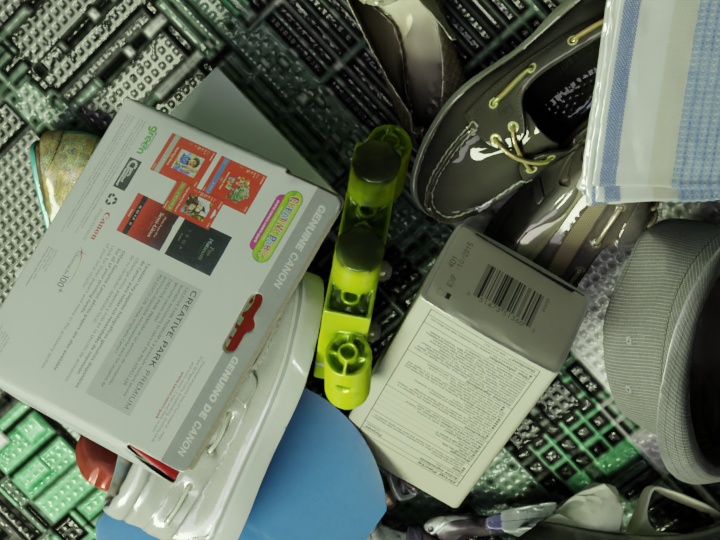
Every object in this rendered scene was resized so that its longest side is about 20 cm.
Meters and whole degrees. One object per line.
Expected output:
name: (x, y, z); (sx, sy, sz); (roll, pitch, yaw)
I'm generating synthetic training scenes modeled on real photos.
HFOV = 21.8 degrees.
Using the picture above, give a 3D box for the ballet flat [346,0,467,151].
ballet flat: (0.026, -0.158, 1.221); (0.067, 0.046, 0.201); (-15, 109, 20)

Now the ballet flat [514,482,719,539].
ballet flat: (0.182, 0.182, 1.289); (0.199, 0.068, 0.069); (6, 82, -24)

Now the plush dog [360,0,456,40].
plush dog: (0.073, -0.251, 1.117); (0.160, 0.201, 0.172); (24, 133, -38)

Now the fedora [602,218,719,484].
fedora: (0.218, 0.036, 1.211); (0.090, 0.177, 0.201); (21, 130, 38)

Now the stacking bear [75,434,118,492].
stacking bear: (-0.115, 0.053, 1.322); (0.121, 0.114, 0.201); (15, 108, -24)

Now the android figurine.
android figurine: (0.000, 0.000, 1.230); (0.041, 0.183, 0.200); (10, 154, 1)

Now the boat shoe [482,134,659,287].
boat shoe: (0.158, -0.053, 1.226); (0.073, 0.075, 0.200); (30, 120, -20)

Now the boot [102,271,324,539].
boot: (-0.098, 0.083, 1.225); (0.095, 0.074, 0.201); (22, 86, -17)

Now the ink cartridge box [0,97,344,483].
ink cartridge box: (-0.115, 0.020, 1.175); (0.175, 0.084, 0.201); (25, 78, 25)

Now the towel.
towel: (0.235, -0.112, 1.153); (0.199, 0.024, 0.148); (-2, 115, -14)

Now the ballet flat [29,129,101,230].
ballet flat: (-0.192, -0.005, 1.343); (0.070, 0.071, 0.201); (2, 114, 14)

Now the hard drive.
hard drive: (-0.124, -0.022, 1.264); (0.200, 0.025, 0.132); (-45, 67, 4)

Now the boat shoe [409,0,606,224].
boat shoe: (0.110, -0.102, 1.187); (0.072, 0.061, 0.201); (37, 105, -25)

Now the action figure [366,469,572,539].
action figure: (0.056, 0.199, 1.351); (0.199, 0.069, 0.131); (-3, 88, 7)

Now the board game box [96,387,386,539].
board game box: (-0.085, 0.170, 1.286); (0.158, 0.039, 0.200); (37, 82, -9)

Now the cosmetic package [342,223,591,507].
cosmetic package: (0.065, 0.068, 1.253); (0.105, 0.071, 0.200); (30, 144, 0)
